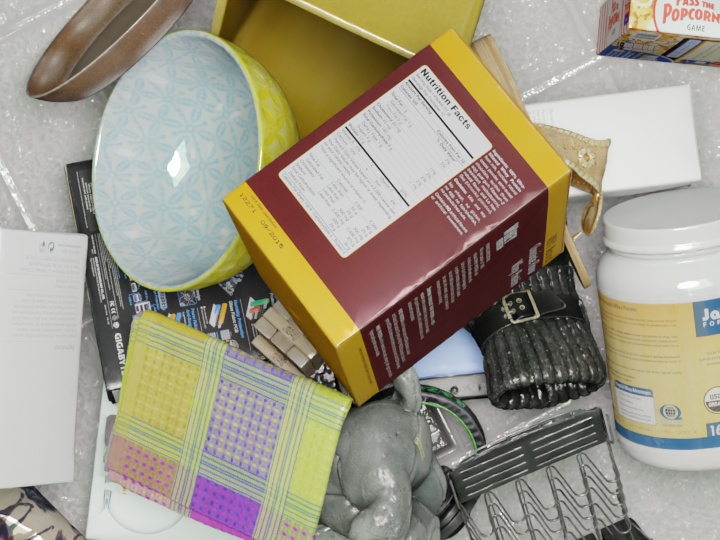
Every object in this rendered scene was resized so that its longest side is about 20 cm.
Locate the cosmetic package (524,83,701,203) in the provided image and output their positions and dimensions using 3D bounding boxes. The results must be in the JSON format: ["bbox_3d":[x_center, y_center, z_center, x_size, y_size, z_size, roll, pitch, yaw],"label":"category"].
[{"bbox_3d":[0.172,-0.097,1.482,0.199,0.108,0.085,-8,89,-4],"label":"cosmetic package"}]

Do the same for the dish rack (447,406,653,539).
[{"bbox_3d":[0.155,0.200,1.451,0.153,0.055,0.201,-24,135,-4],"label":"dish rack"}]

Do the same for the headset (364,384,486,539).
[{"bbox_3d":[0.035,0.196,1.479,0.123,0.094,0.201,13,105,-1],"label":"headset"}]

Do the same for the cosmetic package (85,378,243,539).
[{"bbox_3d":[-0.144,0.131,1.496,0.150,0.052,0.201,6,88,-4],"label":"cosmetic package"}]

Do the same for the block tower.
[{"bbox_3d":[0.000,0.000,1.402,0.054,0.058,0.200,42,84,12],"label":"block tower"}]

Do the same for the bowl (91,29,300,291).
[{"bbox_3d":[-0.108,-0.079,1.398,0.199,0.107,0.202,-7,80,42],"label":"bowl"}]

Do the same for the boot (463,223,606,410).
[{"bbox_3d":[0.089,0.039,1.457,0.210,0.079,0.159,-7,73,-2],"label":"boot"}]

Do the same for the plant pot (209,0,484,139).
[{"bbox_3d":[0.003,-0.221,1.438,0.193,0.196,0.201,25,62,-1],"label":"plant pot"}]

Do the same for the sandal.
[{"bbox_3d":[0.159,-0.097,1.391,0.069,0.078,0.213,-25,84,3],"label":"sandal"}]

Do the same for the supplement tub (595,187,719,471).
[{"bbox_3d":[0.268,0.046,1.444,0.144,0.145,0.201,-10,105,-2],"label":"supplement tub"}]

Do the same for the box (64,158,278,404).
[{"bbox_3d":[-0.128,-0.008,1.465,0.197,0.050,0.201,-11,73,-8],"label":"box"}]

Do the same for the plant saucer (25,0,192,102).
[{"bbox_3d":[-0.188,-0.203,1.436,0.200,0.200,0.032,-47,112,-2],"label":"plant saucer"}]

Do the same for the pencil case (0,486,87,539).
[{"bbox_3d":[-0.253,0.259,1.476,0.089,0.078,0.200,-44,91,-10],"label":"pencil case"}]

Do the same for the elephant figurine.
[{"bbox_3d":[-0.042,0.171,1.407,0.199,0.142,0.156,1,58,24],"label":"elephant figurine"}]

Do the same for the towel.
[{"bbox_3d":[-0.107,0.124,1.362,0.199,0.023,0.145,20,105,23],"label":"towel"}]

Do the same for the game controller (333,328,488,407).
[{"bbox_3d":[0.074,0.058,1.509,0.199,0.042,0.105,-6,89,-3],"label":"game controller"}]

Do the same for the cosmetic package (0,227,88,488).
[{"bbox_3d":[-0.335,0.065,1.418,0.198,0.123,0.201,2,90,26],"label":"cosmetic package"}]

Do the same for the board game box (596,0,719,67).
[{"bbox_3d":[0.305,-0.198,1.466,0.199,0.152,0.047,6,89,-3],"label":"board game box"}]

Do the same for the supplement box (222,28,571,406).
[{"bbox_3d":[0.032,-0.032,1.279,0.200,0.197,0.133,-37,75,-6],"label":"supplement box"}]
